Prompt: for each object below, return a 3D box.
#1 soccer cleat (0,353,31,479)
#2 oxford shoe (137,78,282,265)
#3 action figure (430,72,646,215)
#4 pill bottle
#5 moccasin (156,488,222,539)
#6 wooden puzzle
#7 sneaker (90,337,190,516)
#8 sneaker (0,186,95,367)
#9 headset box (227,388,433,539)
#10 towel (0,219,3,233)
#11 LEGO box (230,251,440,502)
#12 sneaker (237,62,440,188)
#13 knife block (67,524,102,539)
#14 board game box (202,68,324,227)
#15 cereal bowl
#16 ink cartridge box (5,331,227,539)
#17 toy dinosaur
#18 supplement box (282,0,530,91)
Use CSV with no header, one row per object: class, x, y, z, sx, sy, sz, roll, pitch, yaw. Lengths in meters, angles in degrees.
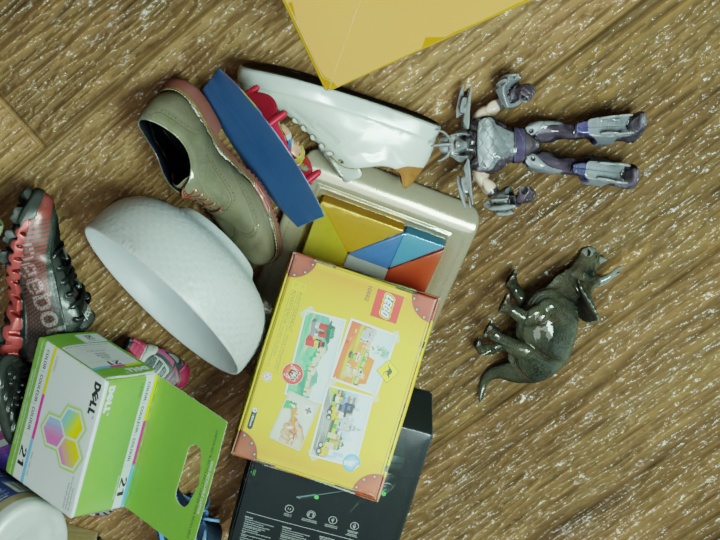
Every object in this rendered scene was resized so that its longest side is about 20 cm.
soccer cleat,-0.358,0.155,1.588,0.072,0.069,0.201,11,142,14
oxford shoe,-0.148,-0.079,1.490,0.070,0.075,0.201,-21,110,42
action figure,0.163,-0.118,1.470,0.197,0.069,0.132,1,96,-7
pill bottle,-0.398,0.248,1.590,0.199,0.110,0.112,22,121,36
moccasin,-0.179,0.278,1.666,0.067,0.081,0.202,-17,130,-6
wooden puzzle,0.000,0.000,1.550,0.183,0.037,0.202,20,113,-6
sneaker,-0.237,0.170,1.610,0.074,0.081,0.202,19,113,-9
sneaker,-0.306,0.013,1.549,0.097,0.071,0.203,9,116,-1
headset box,-0.029,0.198,1.607,0.172,0.093,0.202,14,113,-4
towel,-0.439,-0.042,1.487,0.199,0.036,0.149,36,98,21
LEGO box,-0.026,0.099,1.494,0.147,0.077,0.202,18,87,-5
sneaker,-0.029,-0.131,1.469,0.198,0.073,0.086,20,103,-8
knife block,-0.322,0.312,1.695,0.174,0.199,0.065,-7,123,-45
board game box,-0.077,-0.120,1.431,0.039,0.200,0.159,-36,95,-12
cereal bowl,-0.163,0.001,1.489,0.200,0.200,0.083,46,75,-16
ink cartridge box,-0.233,0.166,1.493,0.199,0.075,0.149,27,108,34
toy dinosaur,0.174,0.066,1.552,0.101,0.077,0.202,25,110,-1
supplement box,0.033,-0.278,1.337,0.195,0.200,0.134,-23,112,11
